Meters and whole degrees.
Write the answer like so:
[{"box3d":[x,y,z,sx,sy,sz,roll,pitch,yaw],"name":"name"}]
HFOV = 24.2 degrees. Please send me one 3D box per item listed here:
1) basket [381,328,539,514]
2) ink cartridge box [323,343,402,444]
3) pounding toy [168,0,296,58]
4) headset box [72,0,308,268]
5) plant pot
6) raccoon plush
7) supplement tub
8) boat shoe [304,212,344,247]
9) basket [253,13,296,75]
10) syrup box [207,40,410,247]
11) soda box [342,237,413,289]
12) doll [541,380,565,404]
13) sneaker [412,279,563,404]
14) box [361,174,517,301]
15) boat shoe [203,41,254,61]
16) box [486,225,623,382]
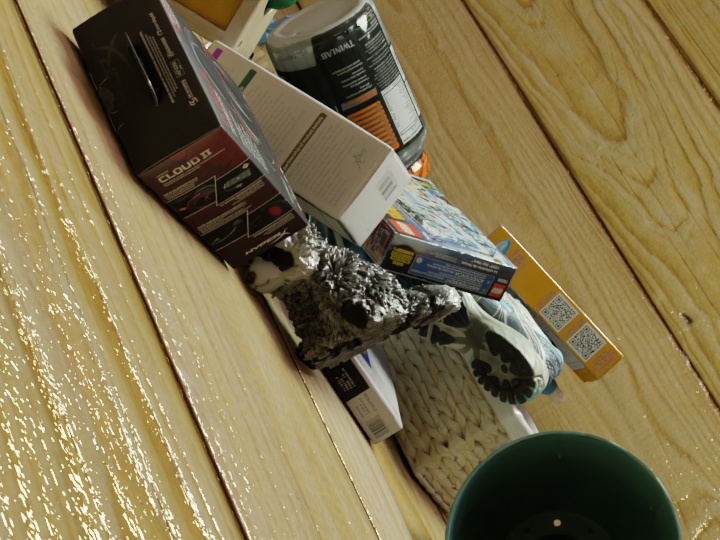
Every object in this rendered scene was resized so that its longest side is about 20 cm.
[{"box3d":[0.092,0.131,1.699,0.136,0.123,0.200,53,9,-50],"name":"basket"},{"box3d":[-0.004,0.083,1.572,0.095,0.037,0.200,56,9,-15],"name":"ink cartridge box"},{"box3d":[-0.113,-0.300,1.508,0.200,0.184,0.142,32,5,3],"name":"pounding toy"},{"box3d":[-0.131,-0.111,1.272,0.149,0.075,0.200,63,7,29],"name":"headset box"},{"box3d":[0.176,0.259,1.483,0.201,0.200,0.161,61,-5,20],"name":"plant pot"},{"box3d":[-0.018,0.003,1.422,0.200,0.097,0.134,-7,64,-58],"name":"raccoon plush"},{"box3d":[-0.008,-0.177,1.753,0.123,0.122,0.200,-108,175,-66],"name":"supplement tub"},{"box3d":[-0.074,-0.064,1.549,0.066,0.074,0.199,33,27,-39],"name":"boat shoe"},{"box3d":[-0.083,-0.225,1.946,0.176,0.139,0.200,51,9,-51],"name":"basket"},{"box3d":[-0.063,-0.111,1.455,0.200,0.081,0.079,34,-6,22],"name":"syrup box"},{"box3d":[0.000,0.000,1.580,0.064,0.068,0.200,37,12,-12],"name":"soda box"},{"box3d":[0.171,0.084,1.759,0.137,0.048,0.200,59,6,17],"name":"doll"},{"box3d":[0.114,0.046,1.622,0.200,0.078,0.086,49,36,19],"name":"sneaker"},{"box3d":[0.042,-0.046,1.564,0.137,0.040,0.200,16,19,-30],"name":"box"},{"box3d":[-0.139,-0.200,1.684,0.060,0.074,0.200,58,9,-7],"name":"boat shoe"},{"box3d":[0.177,0.027,1.685,0.200,0.041,0.119,49,-2,4],"name":"box"}]
